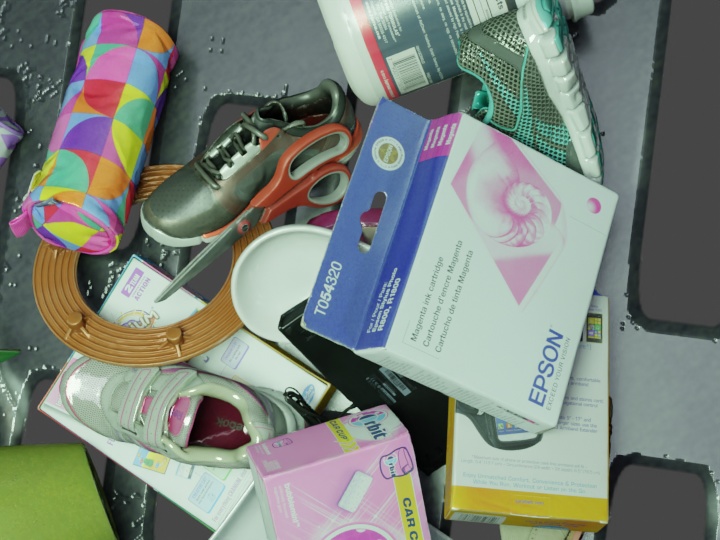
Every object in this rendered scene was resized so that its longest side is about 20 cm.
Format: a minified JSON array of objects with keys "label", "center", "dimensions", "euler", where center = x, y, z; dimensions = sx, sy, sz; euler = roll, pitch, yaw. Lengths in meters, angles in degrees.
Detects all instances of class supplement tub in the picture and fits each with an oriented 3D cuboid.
[{"label":"supplement tub","center":[0.070,-0.226,1.203],"dimensions":[0.198,0.140,0.141],"euler":[-20,83,6]}]

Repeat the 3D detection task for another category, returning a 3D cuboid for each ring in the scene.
[{"label":"ring","center":[-0.167,-0.011,1.231],"dimensions":[0.198,0.019,0.202],"euler":[-3,55,4]}]

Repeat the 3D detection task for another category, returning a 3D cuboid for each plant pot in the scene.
[{"label":"plant pot","center":[-0.299,0.215,1.216],"dimensions":[0.199,0.187,0.189],"euler":[-21,82,-9]}]

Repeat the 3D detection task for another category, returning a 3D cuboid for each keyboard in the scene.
[{"label":"keyboard","center":[0.006,0.094,1.188],"dimensions":[0.127,0.021,0.200],"euler":[-34,121,15]}]

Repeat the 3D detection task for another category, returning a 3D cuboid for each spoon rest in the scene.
[{"label":"spoon rest","center":[0.000,0.000,1.156],"dimensions":[0.198,0.061,0.100],"euler":[-13,119,-8]}]

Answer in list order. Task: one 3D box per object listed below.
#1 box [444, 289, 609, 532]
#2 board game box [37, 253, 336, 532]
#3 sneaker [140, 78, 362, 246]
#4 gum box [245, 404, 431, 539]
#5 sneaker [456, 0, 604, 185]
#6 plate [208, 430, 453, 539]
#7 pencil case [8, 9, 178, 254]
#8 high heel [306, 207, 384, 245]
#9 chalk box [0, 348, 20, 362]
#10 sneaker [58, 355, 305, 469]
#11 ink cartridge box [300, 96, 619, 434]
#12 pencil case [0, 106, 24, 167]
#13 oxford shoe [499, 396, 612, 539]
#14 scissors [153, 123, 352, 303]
[{"label":"box","center":[0.127,0.092,1.156],"dimensions":[0.118,0.042,0.202],"euler":[6,66,-4]},{"label":"board game box","center":[-0.142,0.104,1.257],"dimensions":[0.199,0.040,0.154],"euler":[33,91,9]},{"label":"sneaker","center":[-0.093,-0.097,1.223],"dimensions":[0.199,0.082,0.077],"euler":[-32,58,-13]},{"label":"gum box","center":[-0.006,0.217,1.150],"dimensions":[0.113,0.066,0.202],"euler":[-15,108,-12]},{"label":"sneaker","center":[0.132,-0.124,1.181],"dimensions":[0.090,0.201,0.078],"euler":[-13,41,16]},{"label":"plate","center":[-0.042,0.248,1.200],"dimensions":[0.199,0.032,0.200],"euler":[38,91,-22]},{"label":"pencil case","center":[-0.211,-0.111,1.233],"dimensions":[0.088,0.089,0.201],"euler":[11,63,9]},{"label":"high heel","center":[0.054,-0.030,1.244],"dimensions":[0.198,0.096,0.068],"euler":[-12,119,-8]},{"label":"chalk box","center":[-0.380,0.093,1.251],"dimensions":[0.198,0.125,0.125],"euler":[-8,84,9]},{"label":"sneaker","center":[-0.145,0.105,1.192],"dimensions":[0.198,0.088,0.082],"euler":[10,87,9]},{"label":"ink cartridge box","center":[0.078,-0.009,1.119],"dimensions":[0.199,0.043,0.198],"euler":[25,68,-16]},{"label":"pencil case","center":[-0.371,-0.069,1.283],"dimensions":[0.084,0.085,0.200],"euler":[38,90,19]},{"label":"oxford shoe","center":[0.146,0.188,1.196],"dimensions":[0.073,0.071,0.202],"euler":[18,87,15]},{"label":"scissors","center":[-0.086,-0.048,1.198],"dimensions":[0.199,0.074,0.014],"euler":[-30,45,-19]}]
